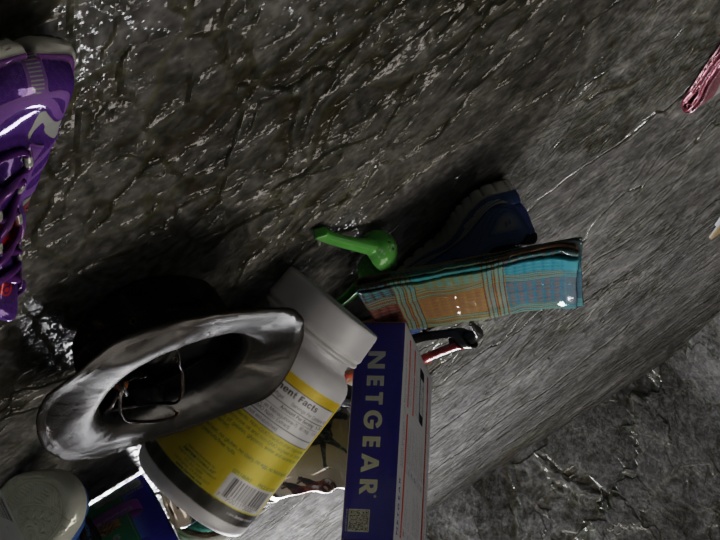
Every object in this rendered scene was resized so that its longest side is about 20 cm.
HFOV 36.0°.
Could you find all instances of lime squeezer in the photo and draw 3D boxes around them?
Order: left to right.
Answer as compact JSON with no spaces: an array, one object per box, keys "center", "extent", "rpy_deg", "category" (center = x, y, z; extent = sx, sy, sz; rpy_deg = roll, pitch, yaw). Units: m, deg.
[{"center":[0.000,0.000,0.973],"extent":[0.070,0.038,0.200],"rpy_deg":[-32,163,-10],"category":"lime squeezer"}]

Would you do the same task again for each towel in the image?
[{"center":[0.103,0.020,0.995],"extent":[0.197,0.022,0.147],"rpy_deg":[-10,158,8],"category":"towel"},{"center":[0.440,-0.247,1.171],"extent":[0.198,0.023,0.144],"rpy_deg":[-29,162,-20],"category":"towel"}]

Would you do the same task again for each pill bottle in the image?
[{"center":[-0.081,0.105,0.912],"extent":[0.201,0.114,0.114],"rpy_deg":[-52,162,-1],"category":"pill bottle"}]

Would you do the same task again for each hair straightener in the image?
[{"center":[0.067,0.062,1.193],"extent":[0.040,0.078,0.199],"rpy_deg":[-10,171,-32],"category":"hair straightener"}]

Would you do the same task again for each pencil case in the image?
[{"center":[-0.091,0.188,1.049],"extent":[0.197,0.078,0.090],"rpy_deg":[-10,136,-7],"category":"pencil case"}]

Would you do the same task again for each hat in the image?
[{"center":[-0.141,0.053,0.785],"extent":[0.198,0.082,0.201],"rpy_deg":[-22,153,-12],"category":"hat"}]

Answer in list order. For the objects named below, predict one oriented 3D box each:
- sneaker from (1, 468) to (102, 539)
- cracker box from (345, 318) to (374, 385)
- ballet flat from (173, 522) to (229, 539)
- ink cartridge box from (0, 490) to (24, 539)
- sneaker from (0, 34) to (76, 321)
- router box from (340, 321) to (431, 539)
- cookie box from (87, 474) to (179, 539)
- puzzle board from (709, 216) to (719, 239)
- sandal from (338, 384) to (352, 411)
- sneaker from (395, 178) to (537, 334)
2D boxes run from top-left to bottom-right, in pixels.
[{"center":[-0.271,0.227,0.986],"extent":[0.110,0.077,0.200],"rpy_deg":[-3,148,-49],"category":"sneaker"},{"center":[-0.048,0.136,1.200],"extent":[0.133,0.058,0.200],"rpy_deg":[-13,152,-48],"category":"cracker box"},{"center":[-0.161,0.257,1.157],"extent":[0.069,0.070,0.200],"rpy_deg":[-36,-168,5],"category":"ballet flat"},{"center":[-0.297,0.222,0.727],"extent":[0.144,0.201,0.146],"rpy_deg":[-32,162,-8],"category":"ink cartridge box"},{"center":[-0.174,-0.026,0.515],"extent":[0.080,0.084,0.200],"rpy_deg":[-16,153,-46],"category":"sneaker"},{"center":[0.030,0.172,1.060],"extent":[0.048,0.203,0.180],"rpy_deg":[-1,157,12],"category":"router box"},{"center":[-0.246,0.306,1.062],"extent":[0.170,0.076,0.200],"rpy_deg":[-30,-155,-15],"category":"cookie box"},{"center":[0.690,-0.134,1.927],"extent":[0.150,0.018,0.200],"rpy_deg":[-31,161,-9],"category":"puzzle board"},{"center":[-0.095,0.159,1.097],"extent":[0.197,0.043,0.076],"rpy_deg":[-17,139,7],"category":"sandal"},{"center":[0.098,0.006,1.079],"extent":[0.078,0.090,0.200],"rpy_deg":[-14,153,-45],"category":"sneaker"}]
